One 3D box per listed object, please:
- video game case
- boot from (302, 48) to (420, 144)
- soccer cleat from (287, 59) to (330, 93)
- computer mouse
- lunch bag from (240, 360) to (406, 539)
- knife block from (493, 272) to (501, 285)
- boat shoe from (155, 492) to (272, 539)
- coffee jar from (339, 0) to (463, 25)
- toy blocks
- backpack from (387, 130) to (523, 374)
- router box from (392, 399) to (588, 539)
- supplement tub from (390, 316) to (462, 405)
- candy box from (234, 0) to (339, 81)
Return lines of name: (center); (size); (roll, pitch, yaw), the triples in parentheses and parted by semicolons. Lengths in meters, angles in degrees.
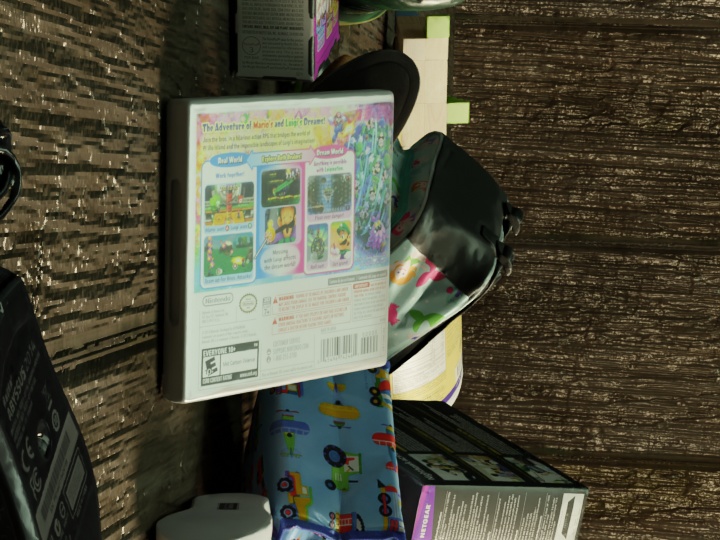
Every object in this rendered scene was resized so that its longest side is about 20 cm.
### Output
video game case: (-0.049, -0.019, 1.491); (0.200, 0.024, 0.183); (-8, 102, -50)
boot: (-0.016, -0.107, 1.671); (0.189, 0.068, 0.200); (-55, -174, 23)
soccer cleat: (-0.016, -0.115, 1.929); (0.200, 0.081, 0.068); (82, 12, -58)
computer mouse: (-0.152, 0.051, 0.938); (0.139, 0.052, 0.201); (-79, 159, -60)
lunch bag: (-0.050, 0.171, 1.666); (0.200, 0.094, 0.151); (122, -28, -47)
knife block: (0.045, 0.046, 2.119); (0.064, 0.175, 0.201); (73, 20, -68)
boat shoe: (-0.090, 0.182, 1.481); (0.200, 0.070, 0.067); (-123, -146, -88)
coffee jar: (0.010, -0.240, 1.781); (0.200, 0.085, 0.105); (-179, -96, -66)
toy blocks: (0.065, -0.212, 2.663); (0.137, 0.099, 0.201); (-101, -170, -64)
backpack: (0.000, 0.000, 1.737); (0.200, 0.150, 0.178); (-47, -168, 24)
router box: (0.049, 0.146, 1.747); (0.200, 0.149, 0.051); (29, -71, 55)
supplement tub: (0.010, 0.023, 1.935); (0.146, 0.145, 0.201); (-81, 170, -48)
candy box: (-0.051, -0.245, 1.664); (0.136, 0.061, 0.201); (-68, 161, -71)
